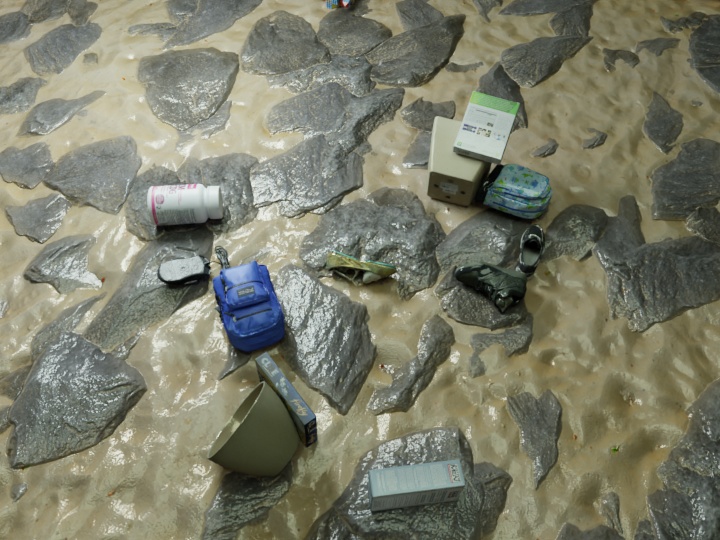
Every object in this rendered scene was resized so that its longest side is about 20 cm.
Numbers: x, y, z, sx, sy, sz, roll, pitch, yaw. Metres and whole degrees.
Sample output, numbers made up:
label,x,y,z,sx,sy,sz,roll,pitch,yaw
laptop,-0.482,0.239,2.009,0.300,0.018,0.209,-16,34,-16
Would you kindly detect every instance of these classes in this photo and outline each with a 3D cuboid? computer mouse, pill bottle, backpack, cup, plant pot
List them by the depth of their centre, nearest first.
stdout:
label,x,y,z,sx,sy,sz,roll,pitch,yaw
cup,-0.220,0.369,1.355,0.143,0.200,0.201,40,57,-9
backpack,-0.286,0.093,1.555,0.162,0.168,0.201,-18,60,-7
computer mouse,-0.443,0.020,1.680,0.199,0.046,0.141,-20,61,-22
pill bottle,-0.506,-0.193,1.787,0.199,0.114,0.114,-4,54,-6
backpack,0.474,-0.239,1.854,0.200,0.154,0.163,36,52,7
plant pot,0.292,-0.315,1.871,0.199,0.200,0.178,16,66,9

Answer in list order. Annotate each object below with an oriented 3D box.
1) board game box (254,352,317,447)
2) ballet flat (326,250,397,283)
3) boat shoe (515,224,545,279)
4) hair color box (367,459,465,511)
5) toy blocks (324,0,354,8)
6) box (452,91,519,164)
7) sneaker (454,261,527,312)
label,x,y,z,sx,sy,sz,roll,pitch,yaw
board game box,-0.171,0.300,1.423,0.035,0.136,0.200,-31,61,-23
ballet flat,0.000,0.000,1.701,0.199,0.071,0.071,14,54,8
boat shoe,0.491,-0.066,1.763,0.073,0.061,0.201,20,55,14
hair color box,0.118,0.466,1.332,0.199,0.099,0.061,-5,53,-6
toy blocks,-0.099,-1.133,2.520,0.199,0.100,0.137,17,66,10
box,0.366,-0.416,1.788,0.144,0.036,0.201,19,74,10
sneaker,0.352,0.044,1.667,0.198,0.076,0.115,14,48,2
